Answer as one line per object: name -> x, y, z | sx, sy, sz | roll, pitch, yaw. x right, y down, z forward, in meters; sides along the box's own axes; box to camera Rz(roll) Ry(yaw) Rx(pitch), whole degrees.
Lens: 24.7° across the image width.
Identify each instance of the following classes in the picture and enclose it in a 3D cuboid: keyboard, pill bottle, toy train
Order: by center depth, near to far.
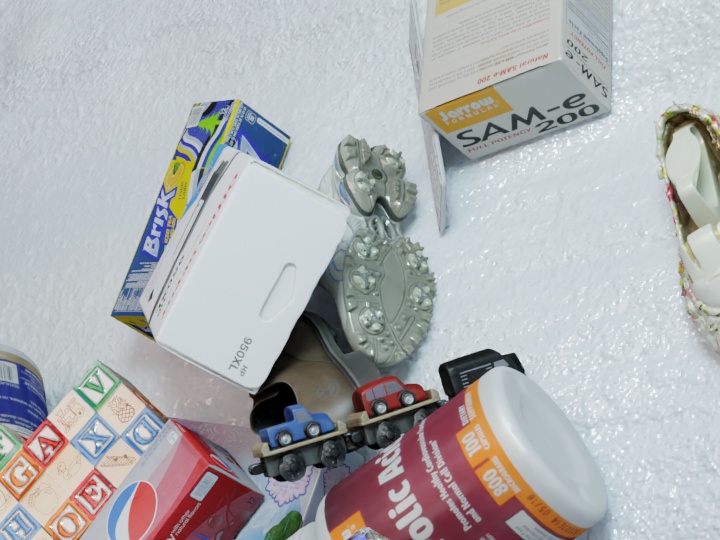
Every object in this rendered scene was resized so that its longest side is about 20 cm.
pill bottle -> 0.044, 0.160, 1.031 | 0.200, 0.114, 0.114 | -39, 43, 18
toy train -> 0.018, 0.091, 1.070 | 0.034, 0.199, 0.046 | 162, 91, -71
keyboard -> 0.051, -0.123, 1.263 | 0.011, 0.056, 0.201 | -8, 52, 1
pill bottle -> -0.311, 0.167, 1.364 | 0.116, 0.116, 0.201 | -37, 44, 20

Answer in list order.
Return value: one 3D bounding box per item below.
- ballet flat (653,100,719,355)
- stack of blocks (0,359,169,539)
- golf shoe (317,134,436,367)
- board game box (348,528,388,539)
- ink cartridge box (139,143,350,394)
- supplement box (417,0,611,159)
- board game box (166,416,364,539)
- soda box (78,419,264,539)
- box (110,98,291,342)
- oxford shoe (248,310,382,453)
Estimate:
ballet flat -> 0.218, -0.025, 1.027 | 0.075, 0.064, 0.201 | -31, 47, 24
stack of blocks -> -0.231, 0.166, 1.222 | 0.115, 0.059, 0.200 | 40, 86, 25
golf shoe -> 0.000, 0.000, 1.230 | 0.097, 0.078, 0.201 | -46, 34, 41
board game box -> 0.021, 0.256, 0.911 | 0.159, 0.200, 0.097 | -40, 43, 15
ink cartridge box -> -0.089, -0.008, 1.199 | 0.145, 0.084, 0.200 | -63, 13, 1
supplement box -> 0.118, -0.197, 1.229 | 0.126, 0.073, 0.201 | -17, 53, 35
board game box -> -0.110, 0.211, 1.198 | 0.199, 0.041, 0.200 | 1, 65, 43
soda box -> -0.160, 0.210, 1.167 | 0.200, 0.063, 0.070 | -53, 41, 2
box -> -0.131, -0.038, 1.362 | 0.064, 0.070, 0.201 | 1, 65, 46
oxford shoe -> -0.048, 0.079, 1.170 | 0.084, 0.073, 0.200 | -20, 17, -15
